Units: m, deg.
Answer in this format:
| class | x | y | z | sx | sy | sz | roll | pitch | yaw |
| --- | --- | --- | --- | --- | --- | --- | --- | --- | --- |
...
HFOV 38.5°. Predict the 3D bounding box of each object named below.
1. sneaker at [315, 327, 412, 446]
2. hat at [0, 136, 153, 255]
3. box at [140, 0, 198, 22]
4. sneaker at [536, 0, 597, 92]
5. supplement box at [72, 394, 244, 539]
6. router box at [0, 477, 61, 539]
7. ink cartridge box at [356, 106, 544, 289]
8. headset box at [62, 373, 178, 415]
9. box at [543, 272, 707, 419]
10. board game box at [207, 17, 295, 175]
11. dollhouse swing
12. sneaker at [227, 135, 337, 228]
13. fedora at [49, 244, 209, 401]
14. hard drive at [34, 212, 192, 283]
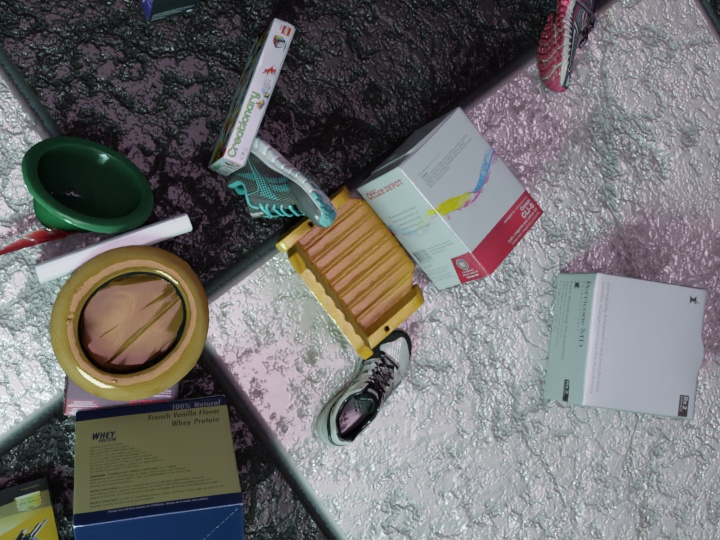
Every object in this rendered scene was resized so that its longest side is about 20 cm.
| class | x | y | z | sx | sy | sz | roll | pitch | yaw |
| --- | --- | --- | --- | --- | --- | --- | --- | --- | --- |
| sneaker | 0.019 | 0.171 | 1.474 | 0.075 | 0.088 | 0.201 | 37 | 77 | -11 |
| hat | -0.398 | -0.062 | 1.375 | 0.198 | 0.177 | 0.167 | 20 | 39 | -19 |
| box | -0.274 | -0.450 | 1.364 | 0.078 | 0.141 | 0.202 | -18 | 94 | -17 |
| sneaker | 0.326 | -0.372 | 1.584 | 0.074 | 0.081 | 0.203 | 13 | 85 | -19 |
| supplement box | -0.252 | 0.280 | 1.290 | 0.197 | 0.200 | 0.136 | -5 | 124 | -12 |
| router box | -0.472 | 0.358 | 1.280 | 0.198 | 0.158 | 0.053 | -15 | 131 | -17 |
| ink cartridge box | 0.126 | -0.101 | 1.472 | 0.200 | 0.145 | 0.145 | 49 | 66 | -11 |
| headset box | -0.317 | 0.112 | 1.374 | 0.147 | 0.077 | 0.203 | 5 | 86 | -17 |
| box | 0.403 | 0.113 | 1.573 | 0.198 | 0.131 | 0.202 | 9 | 86 | -17 |
| board game box | -0.150 | -0.233 | 1.407 | 0.034 | 0.126 | 0.202 | 21 | 82 | -16 |
| dollhouse swing | 0.000 | 0.000 | 1.425 | 0.181 | 0.176 | 0.201 | -39 | 99 | -14 |
| sneaker | -0.110 | -0.100 | 1.407 | 0.091 | 0.200 | 0.078 | -50 | 140 | 1 |
| fedora | -0.290 | 0.064 | 1.302 | 0.198 | 0.082 | 0.203 | 0 | 92 | -14 |
| hard drive | -0.325 | -0.029 | 1.344 | 0.198 | 0.132 | 0.027 | -21 | 96 | -17 |
